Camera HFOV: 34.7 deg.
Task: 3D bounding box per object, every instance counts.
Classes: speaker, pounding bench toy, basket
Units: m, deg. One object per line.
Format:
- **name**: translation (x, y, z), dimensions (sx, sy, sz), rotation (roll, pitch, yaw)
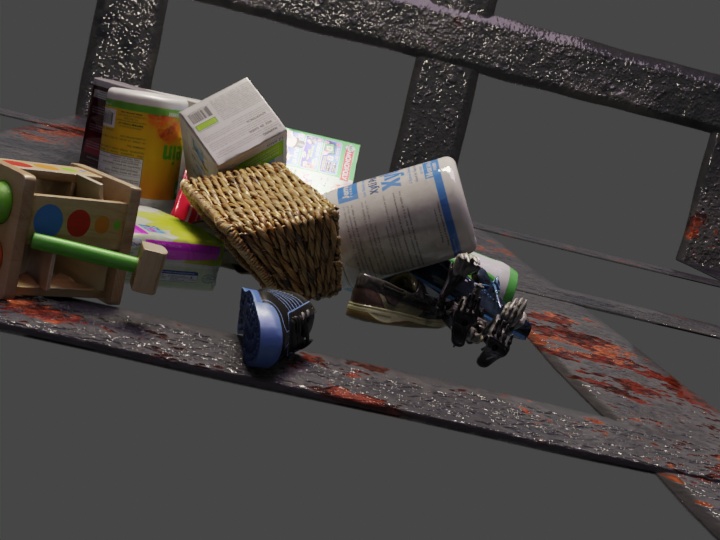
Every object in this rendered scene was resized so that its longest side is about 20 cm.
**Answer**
- **speaker**: translation (0.129, 0.001, 1.705), dimensions (0.197, 0.090, 0.088), rotation (21, 8, -5)
- **pounding bench toy**: translation (-0.307, -0.034, 1.159), dimensions (0.198, 0.127, 0.155), rotation (22, 12, 41)
- **basket**: translation (-0.126, -0.032, 1.415), dimensions (0.147, 0.145, 0.200), rotation (-13, 28, -24)

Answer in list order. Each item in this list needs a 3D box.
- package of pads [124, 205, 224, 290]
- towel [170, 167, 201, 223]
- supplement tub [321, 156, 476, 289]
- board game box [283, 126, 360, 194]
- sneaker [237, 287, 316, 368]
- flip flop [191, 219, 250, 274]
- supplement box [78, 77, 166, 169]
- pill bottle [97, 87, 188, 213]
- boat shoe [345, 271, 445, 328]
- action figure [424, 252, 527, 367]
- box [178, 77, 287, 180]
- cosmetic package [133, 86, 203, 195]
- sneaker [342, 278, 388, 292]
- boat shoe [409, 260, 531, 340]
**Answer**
- **package of pads**: translation (-0.275, -0.035, 1.410), dimensions (0.153, 0.069, 0.199), rotation (5, 13, -42)
- **towel**: translation (-0.175, -0.083, 1.691), dimensions (0.197, 0.023, 0.146), rotation (22, 45, -10)
- **supplement tub**: translation (0.045, -0.062, 1.516), dimensions (0.196, 0.134, 0.132), rotation (-15, 7, 5)
- **board game box**: translation (-0.078, -0.126, 1.725), dimensions (0.132, 0.029, 0.202), rotation (14, 49, -3)
- **sneaker**: translation (-0.079, 0.053, 1.155), dimensions (0.076, 0.072, 0.200), rotation (5, 9, -10)
- **flip flop**: translation (-0.144, -0.026, 1.553), dimensions (0.196, 0.082, 0.058), rotation (7, 27, -7)
- **supplement box**: translation (-0.356, -0.171, 1.695), dimensions (0.108, 0.204, 0.060), rotation (20, 11, 37)
- **pill bottle**: translation (-0.299, -0.138, 1.560), dimensions (0.109, 0.204, 0.111), rotation (9, 9, -1)
- **boat shoe**: translation (0.057, 0.036, 1.490), dimensions (0.071, 0.067, 0.199), rotation (16, 8, 37)
- **action figure**: translation (0.146, 0.049, 1.421), dimensions (0.118, 0.103, 0.200), rotation (34, 8, -7)
- **box**: translation (-0.170, -0.144, 1.569), dimensions (0.111, 0.201, 0.102), rotation (-30, 67, -19)
- **cosmetic package**: translation (-0.271, -0.165, 1.796), dimensions (0.197, 0.204, 0.122), rotation (5, 9, -46)
- **sneaker**: translation (0.000, 0.000, 1.606), dimensions (0.196, 0.075, 0.082), rotation (12, 4, -14)
- **boat shoe**: translation (0.154, 0.024, 1.572), dimensions (0.198, 0.069, 0.084), rotation (32, -10, -8)
